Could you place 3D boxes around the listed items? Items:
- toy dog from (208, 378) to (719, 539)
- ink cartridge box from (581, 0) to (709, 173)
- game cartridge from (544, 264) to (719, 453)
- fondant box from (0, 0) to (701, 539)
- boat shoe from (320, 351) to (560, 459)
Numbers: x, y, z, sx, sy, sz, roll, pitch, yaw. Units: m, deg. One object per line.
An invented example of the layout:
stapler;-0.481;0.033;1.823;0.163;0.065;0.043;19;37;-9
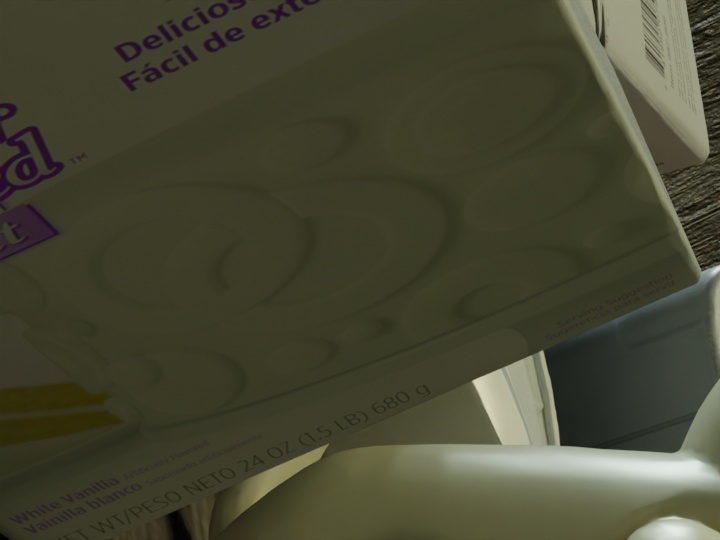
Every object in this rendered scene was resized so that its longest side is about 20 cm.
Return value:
toy dog;0.071;0.084;0.630;0.194;0.200;0.140;-106;169;-49
ink cartridge box;0.045;-0.126;0.972;0.200;0.084;0.145;37;42;-59
game cartridge;0.087;0.111;0.823;0.041;0.133;0.200;0;74;-41
fondant box;-0.036;-0.028;0.464;0.200;0.144;0.058;51;16;-61
boat shoe;0.009;-0.011;0.766;0.200;0.072;0.069;66;20;3
